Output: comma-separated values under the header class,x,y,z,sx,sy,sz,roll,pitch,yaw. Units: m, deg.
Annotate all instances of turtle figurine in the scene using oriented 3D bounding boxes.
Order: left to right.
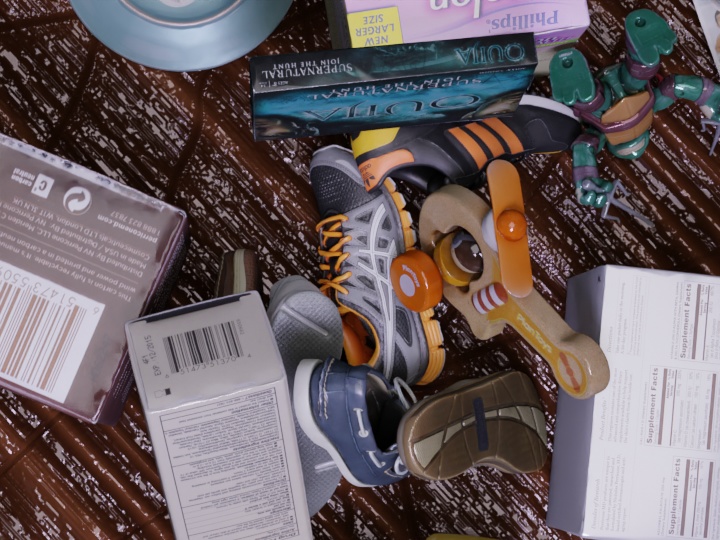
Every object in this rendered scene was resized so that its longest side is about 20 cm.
class,x,y,z,sx,sy,sz,roll,pitch,yaw
turtle figurine,0.207,-0.118,1.557,0.150,0.200,0.101,-44,61,-5

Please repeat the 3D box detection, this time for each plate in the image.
class,x,y,z,sx,sy,sz,roll,pitch,yaw
plate,-0.143,-0.260,1.611,0.199,0.026,0.202,0,85,-4

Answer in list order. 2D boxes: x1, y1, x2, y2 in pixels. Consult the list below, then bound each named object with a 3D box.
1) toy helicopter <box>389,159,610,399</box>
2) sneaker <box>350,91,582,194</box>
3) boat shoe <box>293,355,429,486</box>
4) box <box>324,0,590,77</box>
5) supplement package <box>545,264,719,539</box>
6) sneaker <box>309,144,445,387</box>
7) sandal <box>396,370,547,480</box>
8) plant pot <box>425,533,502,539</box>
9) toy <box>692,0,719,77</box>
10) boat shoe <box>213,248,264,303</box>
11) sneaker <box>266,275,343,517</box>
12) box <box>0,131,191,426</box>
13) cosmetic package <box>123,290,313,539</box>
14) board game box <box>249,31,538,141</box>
class,x,y,z,sx,sy,sz,roll,pitch,yaw
toy helicopter,0.114,0.011,1.477,0.079,0.133,0.200,-24,57,-33
sneaker,0.082,-0.089,1.565,0.199,0.070,0.091,4,73,-25
boat shoe,0.013,0.113,1.508,0.061,0.200,0.075,-1,63,22
box,0.067,-0.199,1.531,0.175,0.200,0.097,-9,86,-3
supplement package,0.214,0.105,1.538,0.110,0.156,0.202,7,85,-4
sneaker,0.000,0.000,1.562,0.077,0.078,0.201,-19,86,-33
sandal,0.080,0.120,1.533,0.054,0.199,0.081,-5,89,37
plant pot,0.013,0.291,1.504,0.187,0.201,0.202,5,85,12
toy,0.323,-0.241,1.625,0.114,0.047,0.201,-18,87,-6
boat shoe,-0.119,0.083,1.564,0.074,0.075,0.204,4,84,5
sneaker,-0.048,0.099,1.565,0.070,0.080,0.202,1,109,-13
box,-0.230,0.010,1.498,0.165,0.200,0.165,22,85,-2
cosmetic package,-0.099,0.118,1.432,0.103,0.201,0.088,-13,48,-8
board game box,0.020,-0.130,1.445,0.198,0.135,0.028,-6,79,-4
